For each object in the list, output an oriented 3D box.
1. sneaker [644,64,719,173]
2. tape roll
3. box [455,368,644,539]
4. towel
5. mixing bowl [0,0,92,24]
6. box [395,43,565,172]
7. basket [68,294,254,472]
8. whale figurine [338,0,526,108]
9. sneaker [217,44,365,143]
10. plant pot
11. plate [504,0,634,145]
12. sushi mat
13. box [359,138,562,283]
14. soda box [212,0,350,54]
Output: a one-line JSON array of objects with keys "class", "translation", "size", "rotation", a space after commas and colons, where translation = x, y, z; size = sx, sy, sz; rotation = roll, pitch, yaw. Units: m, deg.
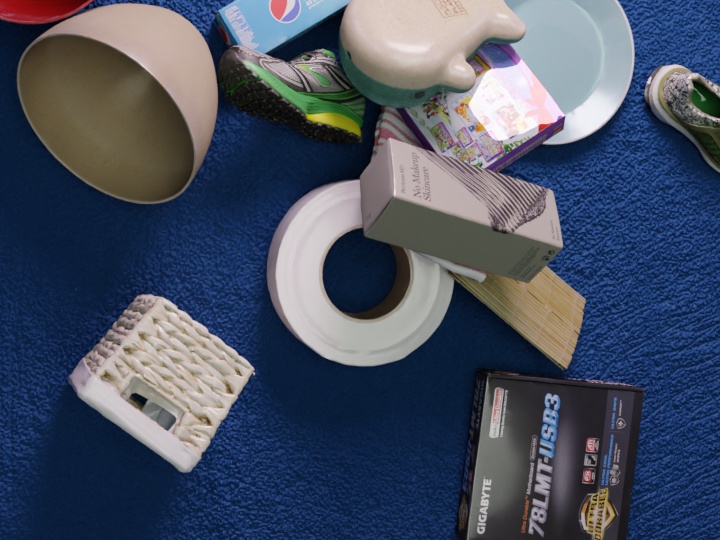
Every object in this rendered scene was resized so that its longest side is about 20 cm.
[{"class": "sneaker", "translation": [0.423, -0.166, 1.384], "size": [0.199, 0.089, 0.077], "rotation": [31, 87, -14]}, {"class": "tape roll", "translation": [0.000, 0.000, 1.308], "size": [0.200, 0.071, 0.205], "rotation": [-1, 94, -12]}, {"class": "box", "translation": [0.219, 0.223, 1.388], "size": [0.196, 0.050, 0.202], "rotation": [7, 92, -14]}, {"class": "towel", "translation": [0.078, -0.092, 1.279], "size": [0.145, 0.030, 0.201], "rotation": [24, 46, -16]}, {"class": "mixing bowl", "translation": [-0.307, -0.337, 1.180], "size": [0.198, 0.108, 0.202], "rotation": [0, 93, 4]}, {"class": "box", "translation": [0.107, -0.197, 1.286], "size": [0.136, 0.039, 0.201], "rotation": [-32, 72, -5]}, {"class": "basket", "translation": [-0.202, 0.105, 1.207], "size": [0.135, 0.200, 0.124], "rotation": [38, 79, -13]}, {"class": "whale figurine", "translation": [0.070, -0.235, 1.243], "size": [0.199, 0.104, 0.160], "rotation": [-20, 63, -25]}, {"class": "sneaker", "translation": [-0.070, -0.196, 1.253], "size": [0.199, 0.078, 0.086], "rotation": [16, 78, -50]}, {"class": "plant pot", "translation": [-0.221, -0.186, 1.199], "size": [0.200, 0.200, 0.135], "rotation": [41, 49, -12]}, {"class": "plate", "translation": [0.216, -0.244, 1.363], "size": [0.198, 0.026, 0.202], "rotation": [-1, 93, -13]}, {"class": "sushi mat", "translation": [0.178, 0.020, 1.342], "size": [0.200, 0.012, 0.096], "rotation": [39, 56, -25]}, {"class": "box", "translation": [0.101, -0.058, 1.205], "size": [0.198, 0.068, 0.083], "rotation": [14, 50, -24]}, {"class": "soda box", "translation": [-0.056, -0.292, 1.274], "size": [0.199, 0.068, 0.065], "rotation": [-32, 98, -9]}]
